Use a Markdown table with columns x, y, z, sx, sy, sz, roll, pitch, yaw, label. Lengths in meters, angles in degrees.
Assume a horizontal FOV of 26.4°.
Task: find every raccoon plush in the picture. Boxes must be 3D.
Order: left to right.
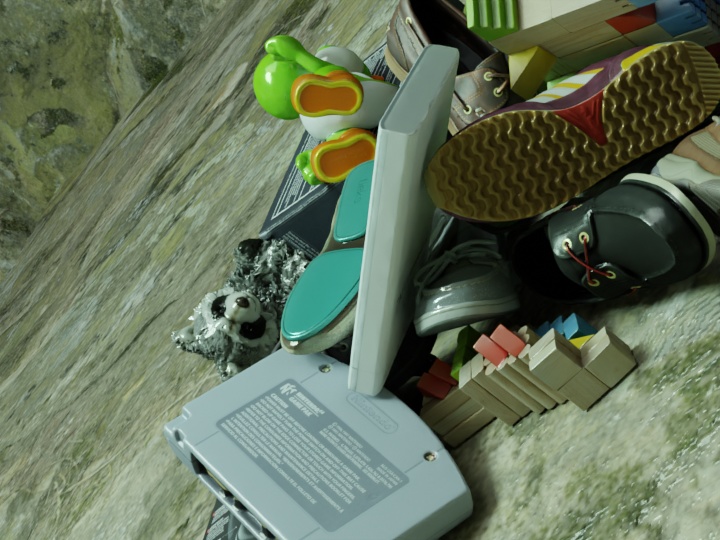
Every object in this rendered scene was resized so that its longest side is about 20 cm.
| x | y | z | sx | sy | sz | roll | pitch | yaw | label |
| --- | --- | --- | --- | --- | --- | --- | --- | --- | --- |
| -0.086 | 0.068 | 1.329 | 0.097 | 0.200 | 0.134 | 23 | 60 | 28 | raccoon plush |

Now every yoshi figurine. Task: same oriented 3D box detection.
| x | y | z | sx | sy | sz | roll | pitch | yaw | label |
| --- | --- | --- | --- | --- | --- | --- | --- | --- | --- |
| -0.043 | -0.140 | 1.274 | 0.113 | 0.112 | 0.200 | -55 | 15 | 15 | yoshi figurine |

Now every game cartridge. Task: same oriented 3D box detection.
| x | y | z | sx | sy | sz | roll | pitch | yaw | label |
| --- | --- | --- | --- | --- | --- | --- | --- | --- | --- |
| -0.024 | 0.127 | 1.013 | 0.133 | 0.041 | 0.200 | -32 | 44 | -21 | game cartridge |

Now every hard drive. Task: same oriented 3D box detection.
| x | y | z | sx | sy | sz | roll | pitch | yaw | label |
| --- | --- | --- | --- | --- | --- | --- | --- | --- | --- |
| 0.028 | -0.034 | 1.027 | 0.132 | 0.027 | 0.200 | -63 | -16 | -55 | hard drive |

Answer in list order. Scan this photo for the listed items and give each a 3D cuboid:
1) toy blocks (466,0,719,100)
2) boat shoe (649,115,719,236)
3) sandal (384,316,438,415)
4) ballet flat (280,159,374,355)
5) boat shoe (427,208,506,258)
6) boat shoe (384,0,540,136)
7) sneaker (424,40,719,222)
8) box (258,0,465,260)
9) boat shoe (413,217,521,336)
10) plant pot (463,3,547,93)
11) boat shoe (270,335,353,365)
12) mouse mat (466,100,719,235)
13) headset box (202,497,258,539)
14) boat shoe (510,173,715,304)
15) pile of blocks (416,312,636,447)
| x | y | z | sx | sy | sz | roll | pitch | yaw | label |
| --- | --- | --- | --- | --- | --- | --- | --- | --- | --- |
| 0.184 | -0.171 | 1.049 | 0.136 | 0.200 | 0.100 | -16 | 66 | 34 | toy blocks |
| 0.228 | -0.054 | 0.864 | 0.072 | 0.076 | 0.200 | -50 | 19 | 2 | boat shoe |
| 0.027 | 0.087 | 1.164 | 0.075 | 0.048 | 0.200 | -60 | 6 | -29 | sandal |
| 0.000 | 0.000 | 1.125 | 0.067 | 0.062 | 0.200 | -6 | 41 | 31 | ballet flat |
| 0.044 | -0.015 | 1.245 | 0.202 | 0.065 | 0.075 | -38 | 22 | 44 | boat shoe |
| 0.093 | -0.143 | 1.192 | 0.070 | 0.200 | 0.070 | -31 | -26 | -35 | boat shoe |
| 0.136 | -0.088 | 1.001 | 0.199 | 0.075 | 0.090 | -22 | 6 | 3 | sneaker |
| 0.036 | -0.105 | 1.370 | 0.198 | 0.123 | 0.200 | -34 | 28 | 47 | box |
| 0.073 | -0.001 | 1.070 | 0.074 | 0.065 | 0.202 | -15 | 7 | 16 | boat shoe |
| 0.176 | -0.237 | 1.213 | 0.190 | 0.200 | 0.200 | -54 | 12 | 44 | plant pot |
| -0.029 | 0.061 | 1.233 | 0.065 | 0.072 | 0.200 | -32 | -18 | -49 | boat shoe |
| 0.157 | -0.083 | 1.075 | 0.200 | 0.008 | 0.161 | -28 | 15 | -8 | mouse mat |
| -0.046 | 0.185 | 1.094 | 0.149 | 0.077 | 0.200 | -39 | 21 | 35 | headset box |
| 0.154 | -0.013 | 0.952 | 0.063 | 0.074 | 0.201 | -36 | 7 | -14 | boat shoe |
| 0.098 | 0.054 | 1.003 | 0.200 | 0.062 | 0.082 | -25 | 32 | 55 | pile of blocks |
